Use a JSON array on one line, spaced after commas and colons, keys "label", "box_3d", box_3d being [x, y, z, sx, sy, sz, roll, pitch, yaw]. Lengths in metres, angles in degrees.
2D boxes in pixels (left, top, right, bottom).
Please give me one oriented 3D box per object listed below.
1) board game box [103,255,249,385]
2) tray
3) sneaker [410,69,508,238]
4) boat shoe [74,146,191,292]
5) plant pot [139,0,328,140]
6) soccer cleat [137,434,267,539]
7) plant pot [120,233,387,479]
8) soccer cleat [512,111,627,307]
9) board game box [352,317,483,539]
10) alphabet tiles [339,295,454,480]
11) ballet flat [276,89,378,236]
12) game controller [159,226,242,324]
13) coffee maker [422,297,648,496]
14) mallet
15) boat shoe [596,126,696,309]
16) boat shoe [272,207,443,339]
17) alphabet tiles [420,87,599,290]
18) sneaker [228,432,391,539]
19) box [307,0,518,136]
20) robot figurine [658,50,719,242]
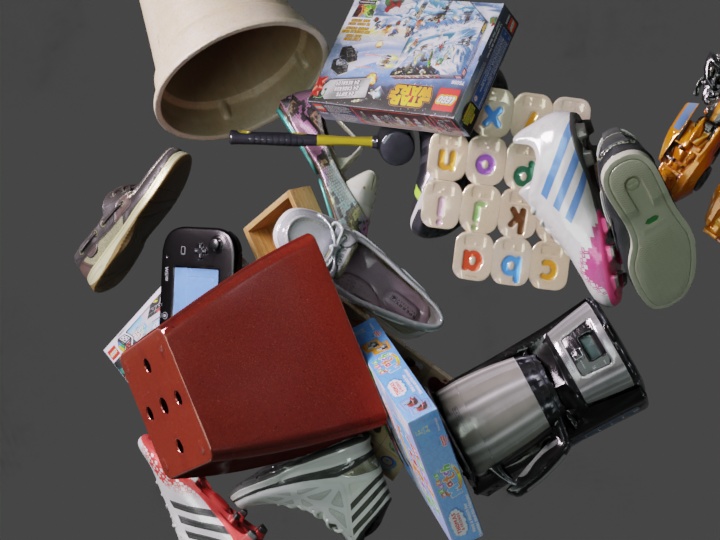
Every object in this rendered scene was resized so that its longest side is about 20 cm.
[{"label": "board game box", "box_3d": [-0.190, 0.070, 1.799, 0.200, 0.035, 0.126, -47, 72, 17]}, {"label": "tray", "box_3d": [-0.053, 0.021, 1.717, 0.098, 0.037, 0.201, -36, 72, 46]}, {"label": "sneaker", "box_3d": [0.094, -0.133, 1.665, 0.083, 0.071, 0.202, 30, 102, 47]}, {"label": "boat shoe", "box_3d": [-0.269, -0.067, 1.817, 0.065, 0.073, 0.201, 41, 105, 15]}, {"label": "plant pot", "box_3d": [-0.159, -0.277, 1.719, 0.200, 0.200, 0.185, -33, 65, 21]}, {"label": "soccer cleat", "box_3d": [-0.192, 0.269, 1.780, 0.200, 0.069, 0.085, 43, 102, 15]}, {"label": "plant pot", "box_3d": [-0.121, 0.104, 1.560, 0.200, 0.175, 0.202, -30, 81, 59]}, {"label": "soccer cleat", "box_3d": [0.208, -0.057, 1.573, 0.086, 0.070, 0.202, -13, 93, 22]}, {"label": "board game box", "box_3d": [0.052, 0.154, 1.531, 0.036, 0.200, 0.152, -24, 117, -7]}, {"label": "alphabet tiles", "box_3d": [-0.012, 0.114, 1.665, 0.199, 0.008, 0.168, 36, 130, 6]}, {"label": "ballet flat", "box_3d": [-0.024, -0.111, 1.714, 0.071, 0.069, 0.201, -25, 78, 2]}, {"label": "game controller", "box_3d": [-0.180, 0.053, 1.752, 0.103, 0.042, 0.202, 3, 91, 24]}, {"label": "coffee maker", "box_3d": [0.174, 0.123, 1.570, 0.199, 0.192, 0.136, -28, 92, 2]}, {"label": "mallet", "box_3d": [-0.038, -0.135, 1.658, 0.198, 0.066, 0.042, -1, 108, -10]}, {"label": "boat shoe", "box_3d": [0.276, -0.049, 1.529, 0.071, 0.201, 0.068, -24, 35, 3]}, {"label": "boat shoe", "box_3d": [0.000, 0.002, 1.643, 0.201, 0.065, 0.075, 39, 73, -14]}, {"label": "alphabet tiles", "box_3d": [0.164, -0.083, 1.607, 0.198, 0.015, 0.198, 7, 95, 2]}, {"label": "sneaker", "box_3d": [-0.052, 0.257, 1.709, 0.199, 0.076, 0.116, -23, 92, 35]}, {"label": "box", "box_3d": [0.053, -0.215, 1.637, 0.199, 0.040, 0.138, 12, 70, 39]}, {"label": "robot figurine", "box_3d": [0.371, -0.134, 1.527, 0.145, 0.058, 0.201, 35, 104, 20]}]
